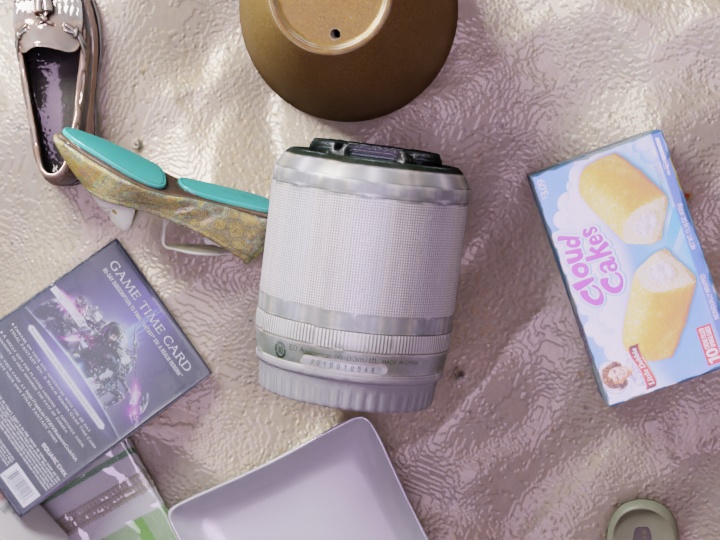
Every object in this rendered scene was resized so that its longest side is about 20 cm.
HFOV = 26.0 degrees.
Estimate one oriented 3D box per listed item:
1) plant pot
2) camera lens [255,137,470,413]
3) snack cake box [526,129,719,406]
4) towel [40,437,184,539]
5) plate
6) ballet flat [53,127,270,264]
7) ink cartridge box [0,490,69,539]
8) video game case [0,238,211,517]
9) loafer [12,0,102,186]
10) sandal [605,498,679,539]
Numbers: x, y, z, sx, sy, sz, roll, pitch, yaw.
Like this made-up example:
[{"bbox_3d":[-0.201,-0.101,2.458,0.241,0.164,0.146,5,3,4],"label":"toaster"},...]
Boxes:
[{"bbox_3d":[-0.017,-0.209,1.216,0.184,0.200,0.188,0,96,4],"label":"plant pot"},{"bbox_3d":[0.000,0.000,1.252,0.158,0.160,0.202,8,96,3],"label":"camera lens"},{"bbox_3d":[0.222,-0.003,1.286,0.114,0.067,0.202,-20,94,4],"label":"snack cake box"},{"bbox_3d":[-0.259,0.183,1.355,0.148,0.031,0.201,-28,95,8],"label":"towel"},{"bbox_3d":[-0.036,0.249,1.337,0.199,0.032,0.201,-27,92,10],"label":"plate"},{"bbox_3d":[-0.166,-0.054,1.288,0.199,0.071,0.071,19,96,-18],"label":"ballet flat"},{"bbox_3d":[-0.369,0.209,1.316,0.146,0.083,0.200,-41,91,20],"label":"ink cartridge box"},{"bbox_3d":[-0.245,0.088,1.310,0.199,0.019,0.143,-36,93,-18],"label":"video game case"},{"bbox_3d":[-0.253,-0.170,1.300,0.071,0.063,0.202,-5,95,4],"label":"loafer"},{"bbox_3d":[0.241,0.296,1.317,0.079,0.057,0.203,-8,95,4],"label":"sandal"}]
